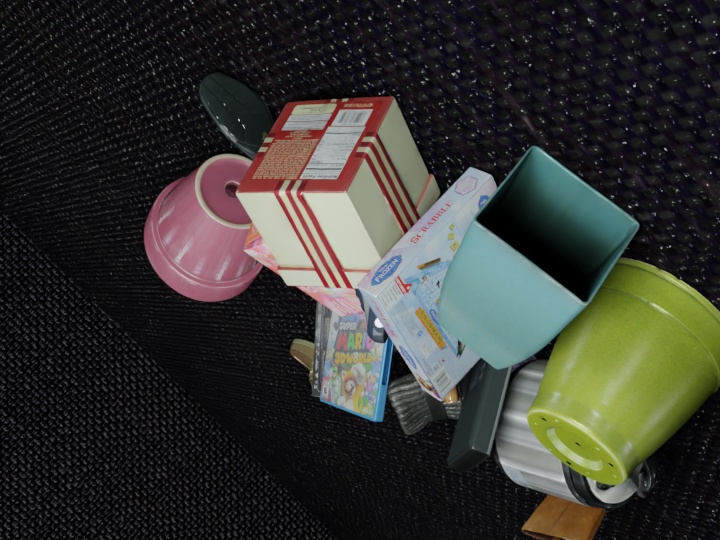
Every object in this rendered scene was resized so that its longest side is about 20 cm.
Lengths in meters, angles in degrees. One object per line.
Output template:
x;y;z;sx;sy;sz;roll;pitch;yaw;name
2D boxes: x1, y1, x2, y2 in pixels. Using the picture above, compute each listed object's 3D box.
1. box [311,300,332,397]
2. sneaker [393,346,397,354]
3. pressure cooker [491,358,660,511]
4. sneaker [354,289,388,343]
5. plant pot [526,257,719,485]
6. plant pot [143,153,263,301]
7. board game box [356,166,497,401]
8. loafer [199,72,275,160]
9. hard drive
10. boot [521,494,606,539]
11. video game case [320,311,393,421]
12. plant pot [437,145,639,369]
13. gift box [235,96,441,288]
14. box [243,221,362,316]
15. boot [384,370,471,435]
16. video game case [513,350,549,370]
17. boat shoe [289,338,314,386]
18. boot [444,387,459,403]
-0.016;0.098;1.830;0.048;0.203;0.158;4;175;-29;box
0.044;0.073;1.833;0.100;0.078;0.200;55;153;4;sneaker
0.287;0.212;1.525;0.174;0.181;0.199;3;-177;-39;pressure cooker
0.000;0.000;1.571;0.081;0.203;0.070;-4;160;4;sneaker
0.288;0.124;1.330;0.199;0.193;0.201;34;159;15;plant pot
-0.218;-0.079;1.834;0.200;0.200;0.179;40;145;-2;plant pot
0.112;0.018;1.407;0.041;0.200;0.201;29;158;46;board game box
-0.146;-0.186;1.631;0.200;0.073;0.072;46;164;-12;loafer
0.162;0.151;1.538;0.032;0.202;0.140;18;160;-2;hard drive
0.290;0.291;1.664;0.187;0.201;0.069;17;151;46;boot
-0.001;0.105;1.735;0.018;0.203;0.142;6;-177;-36;video game case
0.171;0.006;1.280;0.141;0.141;0.201;37;141;7;plant pot
-0.008;-0.093;1.431;0.183;0.201;0.188;7;141;34;gift box
-0.051;-0.030;1.646;0.094;0.104;0.199;-13;141;44;box
0.136;0.204;1.751;0.212;0.157;0.080;57;179;-32;boot
0.189;0.110;1.732;0.143;0.019;0.200;42;159;-5;video game case
-0.066;0.202;2.304;0.199;0.067;0.074;31;158;25;boat shoe
0.089;0.074;1.550;0.188;0.068;0.203;120;140;-81;boot
